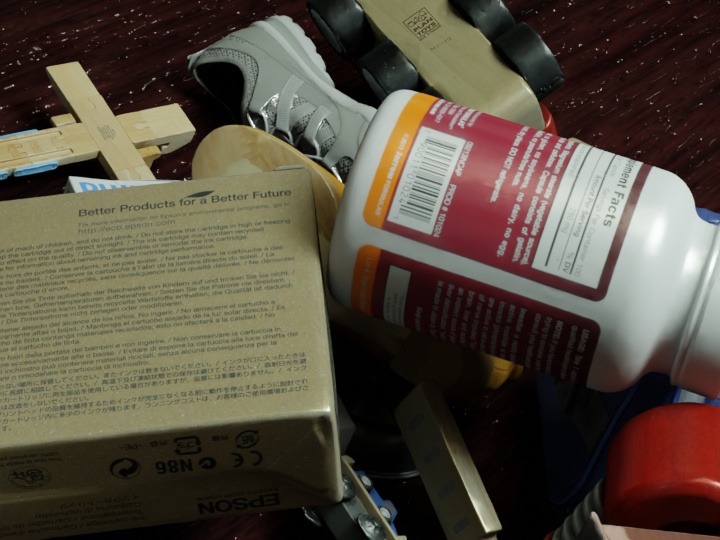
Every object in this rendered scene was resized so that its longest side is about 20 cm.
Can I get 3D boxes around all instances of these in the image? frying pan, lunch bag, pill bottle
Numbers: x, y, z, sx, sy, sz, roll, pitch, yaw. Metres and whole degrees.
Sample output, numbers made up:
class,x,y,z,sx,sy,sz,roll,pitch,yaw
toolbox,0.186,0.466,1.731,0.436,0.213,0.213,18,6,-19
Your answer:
class,x,y,z,sx,sy,sz,roll,pitch,yaw
frying pan,0.016,0.052,1.257,0.114,0.031,0.190,31,37,6
lunch bag,0.163,0.054,1.202,0.131,0.136,0.201,17,35,-12
pill bottle,0.092,-0.008,1.070,0.199,0.114,0.113,19,33,9

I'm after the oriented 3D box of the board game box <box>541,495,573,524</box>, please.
class,x,y,z,sx,sy,sz,roll,pitch,yaw
board game box,0.215,0.161,1.239,0.200,0.028,0.135,39,35,19

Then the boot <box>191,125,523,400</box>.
class,x,y,z,sx,sy,sz,roll,pitch,yaw
boot,0.001,0.000,1.210,0.201,0.071,0.144,43,9,11

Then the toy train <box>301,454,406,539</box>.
class,x,y,z,sx,sy,sz,roll,pitch,yaw
toy train,0.032,0.171,1.084,0.046,0.034,0.200,0,48,-53

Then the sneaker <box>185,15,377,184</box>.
class,x,y,z,sx,sy,sz,roll,pitch,yaw
sneaker,-0.040,-0.079,1.370,0.082,0.075,0.200,-17,46,-27

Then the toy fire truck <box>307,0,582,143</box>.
class,x,y,z,sx,sy,sz,roll,pitch,yaw
toy fire truck,0.077,-0.115,1.452,0.128,0.200,0.176,-35,56,-7

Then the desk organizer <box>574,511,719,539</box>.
class,x,y,z,sx,sy,sz,roll,pitch,yaw
desk organizer,0.098,0.203,0.952,0.077,0.201,0.072,9,37,-27

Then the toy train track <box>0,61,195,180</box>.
class,x,y,z,sx,sy,sz,roll,pitch,yaw
toy train track,-0.187,-0.062,1.272,0.199,0.033,0.115,-14,58,-37

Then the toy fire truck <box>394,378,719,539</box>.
class,x,y,z,sx,sy,sz,roll,pitch,yaw
toy fire truck,0.115,0.122,1.074,0.199,0.176,0.129,29,34,-10

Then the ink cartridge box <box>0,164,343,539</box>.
class,x,y,z,sx,sy,sz,roll,pitch,yaw
ink cartridge box,-0.113,0.040,1.058,0.198,0.075,0.165,-6,46,0

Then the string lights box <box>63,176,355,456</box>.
class,x,y,z,sx,sy,sz,roll,pitch,yaw
string lights box,-0.090,0.034,1.174,0.102,0.059,0.201,0,41,-29
